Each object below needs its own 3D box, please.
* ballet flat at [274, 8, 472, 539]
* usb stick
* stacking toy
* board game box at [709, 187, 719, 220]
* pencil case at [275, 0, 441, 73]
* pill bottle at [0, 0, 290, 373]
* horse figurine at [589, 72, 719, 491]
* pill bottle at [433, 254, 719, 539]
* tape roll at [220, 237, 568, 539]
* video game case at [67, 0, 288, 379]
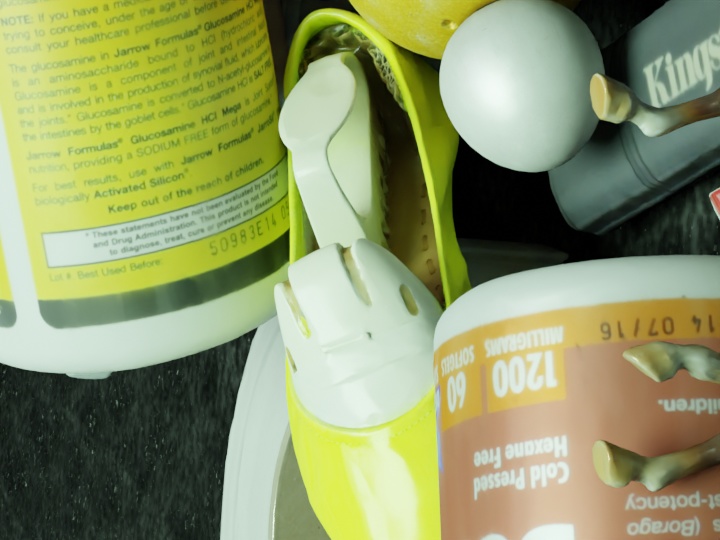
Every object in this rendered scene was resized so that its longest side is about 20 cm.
[{"bbox_3d":[0.000,0.000,0.845,0.067,0.067,0.201,54,-156,-45],"label":"ballet flat"},{"bbox_3d":[0.106,-0.061,0.805,0.200,0.032,0.056,146,125,-62],"label":"usb stick"},{"bbox_3d":[0.033,-0.115,0.870,0.146,0.145,0.201,-59,43,47],"label":"stacking toy"},{"bbox_3d":[0.163,0.025,0.556,0.035,0.126,0.200,56,-173,-43],"label":"board game box"},{"bbox_3d":[-0.021,-0.108,1.054,0.200,0.083,0.091,-149,46,-65],"label":"pencil case"},{"bbox_3d":[-0.085,-0.079,0.882,0.112,0.112,0.201,-147,45,-64],"label":"pill bottle"},{"bbox_3d":[0.118,-0.016,0.683,0.050,0.132,0.201,-162,65,-73],"label":"horse figurine"},{"bbox_3d":[0.078,0.104,0.743,0.112,0.112,0.201,148,123,-62],"label":"pill bottle"},{"bbox_3d":[0.019,0.088,0.942,0.202,0.070,0.204,-176,90,-68],"label":"tape roll"},{"bbox_3d":[-0.079,-0.086,1.051,0.200,0.023,0.183,128,141,-50],"label":"video game case"}]
